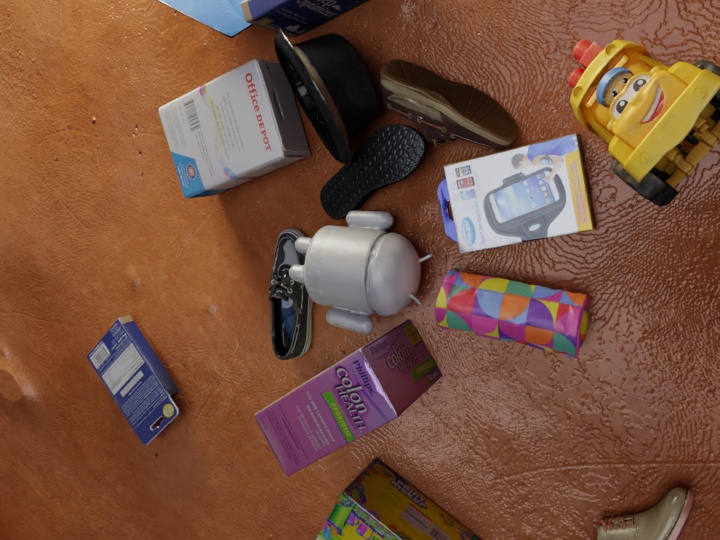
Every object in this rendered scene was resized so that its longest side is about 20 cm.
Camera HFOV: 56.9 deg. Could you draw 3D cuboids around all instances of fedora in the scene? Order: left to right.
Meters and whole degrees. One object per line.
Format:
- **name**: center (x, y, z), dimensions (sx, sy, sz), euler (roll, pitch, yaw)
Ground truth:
- **fedora**: center (-0.036, -0.250, 0.898), dimensions (0.091, 0.201, 0.202), euler (-30, 84, -3)

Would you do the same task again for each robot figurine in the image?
- **robot figurine**: center (0.000, 0.000, 0.926), dimensions (0.197, 0.113, 0.173), euler (7, 85, 24)

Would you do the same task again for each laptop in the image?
- **laptop**: center (-0.188, -0.455, 0.944), dimensions (0.186, 0.116, 0.202), euler (31, 110, 18)

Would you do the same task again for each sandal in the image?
- **sandal**: center (0.019, -0.142, 0.937), dimensions (0.199, 0.048, 0.076), euler (-30, 84, 40)

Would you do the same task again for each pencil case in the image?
- **pencil case**: center (0.193, 0.053, 0.860), dimensions (0.197, 0.088, 0.090), euler (12, 103, 26)

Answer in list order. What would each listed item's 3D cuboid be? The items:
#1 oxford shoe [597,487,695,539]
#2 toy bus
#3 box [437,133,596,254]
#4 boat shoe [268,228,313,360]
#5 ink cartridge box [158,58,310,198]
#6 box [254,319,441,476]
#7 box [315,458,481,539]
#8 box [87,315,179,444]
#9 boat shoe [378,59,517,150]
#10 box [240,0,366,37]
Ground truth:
- **oxford shoe**: center (0.340, 0.339, 0.840), dimensions (0.075, 0.070, 0.202), euler (39, 112, 21)
- **toy bus**: center (0.294, -0.182, 0.712), dimensions (0.192, 0.199, 0.136), euler (47, 114, 20)
- **box**: center (0.193, -0.094, 0.858), dimensions (0.197, 0.041, 0.121), euler (-11, 94, 25)
- **boat shoe**: center (-0.113, 0.040, 1.014), dimensions (0.069, 0.066, 0.204), euler (8, 102, 24)
- **ink cartridge box**: center (-0.189, -0.209, 1.001), dimensions (0.197, 0.084, 0.147), euler (-16, 92, 28)
- **box**: center (-0.013, 0.174, 0.925), dimensions (0.199, 0.175, 0.098), euler (-35, 83, 25)
- **box**: center (0.036, 0.429, 0.972), dimensions (0.199, 0.122, 0.195), euler (34, 111, 17)
- **box**: center (-0.401, 0.199, 1.192), dimensions (0.121, 0.032, 0.201), euler (-41, 78, 26)
- **boat shoe**: center (0.110, -0.203, 0.875), dimensions (0.198, 0.072, 0.073), euler (28, 140, 11)
- **box**: center (-0.047, -0.372, 0.884), dimensions (0.197, 0.121, 0.033), euler (-18, 90, 27)
